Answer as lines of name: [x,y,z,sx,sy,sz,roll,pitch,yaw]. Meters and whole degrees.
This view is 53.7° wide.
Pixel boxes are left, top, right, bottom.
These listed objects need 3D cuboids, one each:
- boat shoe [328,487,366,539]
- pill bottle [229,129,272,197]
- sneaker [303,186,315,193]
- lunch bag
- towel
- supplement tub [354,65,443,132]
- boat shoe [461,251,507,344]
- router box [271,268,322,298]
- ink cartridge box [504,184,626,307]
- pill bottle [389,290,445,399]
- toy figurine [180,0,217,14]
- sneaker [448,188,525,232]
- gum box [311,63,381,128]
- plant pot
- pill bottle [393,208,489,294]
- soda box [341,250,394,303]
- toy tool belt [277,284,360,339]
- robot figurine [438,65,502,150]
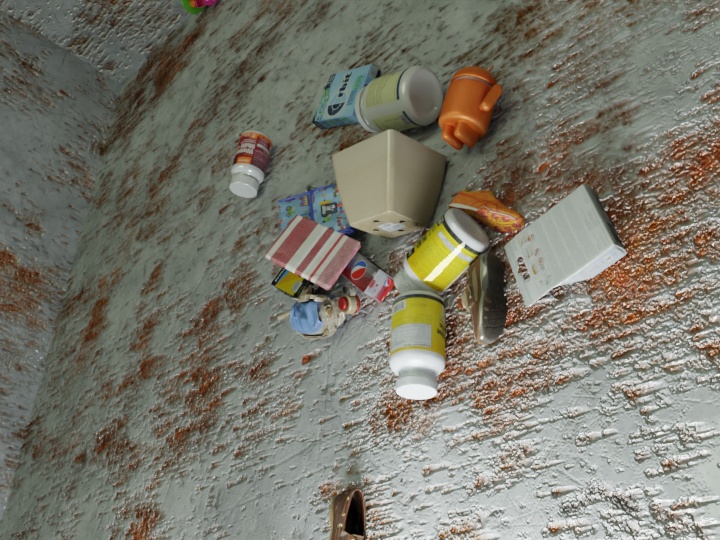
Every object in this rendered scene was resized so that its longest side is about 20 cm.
boat shoe: [-0.022,0.520,1.374,0.070,0.070,0.201,-36,43,35]
pill bottle: [-0.357,-0.345,2.305,0.109,0.109,0.201,-15,56,43]
sneaker: [-0.080,-0.179,1.914,0.085,0.077,0.200,-49,48,8]
lunch bag: [-0.099,-0.129,1.807,0.199,0.094,0.151,-20,56,15]
towel: [-0.115,-0.046,1.704,0.199,0.023,0.144,26,66,27]
supplement tub: [0.095,-0.428,1.807,0.199,0.145,0.146,-1,66,49]
boat shoe: [0.238,0.059,1.386,0.072,0.076,0.201,-27,39,41]
router box: [-0.126,-0.016,1.843,0.149,0.051,0.200,22,74,52]
ink cartridge box: [0.373,-0.039,1.317,0.200,0.047,0.161,-42,41,31]
pill bottle: [0.115,0.150,1.428,0.112,0.112,0.201,-23,51,39]
toy figurine: [-0.750,-1.330,3.381,0.183,0.201,0.150,11,32,39]
sneaker: [0.266,-0.134,1.478,0.077,0.073,0.200,-50,40,-11]
gum box: [-0.044,-0.513,2.107,0.200,0.044,0.171,5,71,51]
plant pot: [0.066,-0.185,1.653,0.199,0.199,0.178,-15,66,43]
pill bottle: [0.163,-0.024,1.480,0.200,0.112,0.113,-48,38,25]
soda box: [0.000,0.000,1.700,0.070,0.063,0.200,-55,37,4]
toy tool belt: [-0.104,0.097,1.681,0.200,0.122,0.126,-23,70,51]
robot figurine: [0.248,-0.377,1.620,0.144,0.116,0.201,104,-177,-74]
